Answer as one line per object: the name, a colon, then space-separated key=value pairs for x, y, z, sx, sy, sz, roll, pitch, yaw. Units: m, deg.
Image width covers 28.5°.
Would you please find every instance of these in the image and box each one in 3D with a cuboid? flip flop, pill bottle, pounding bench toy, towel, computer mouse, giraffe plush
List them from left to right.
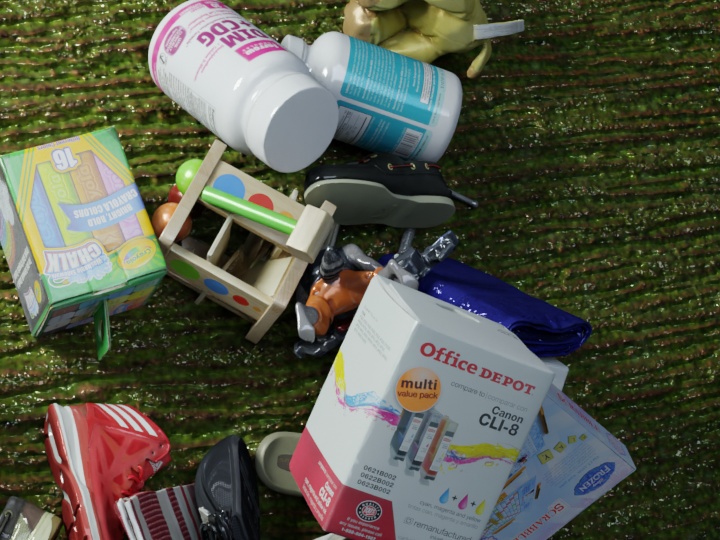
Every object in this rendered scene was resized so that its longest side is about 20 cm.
towel: x=-0.163 y=0.270 z=1.299 sx=0.023 sy=0.200 sz=0.145 roll=-24 pitch=81 yaw=8
computer mouse: x=-0.130 y=0.232 z=1.340 sx=0.052 sy=0.200 sz=0.139 roll=-15 pitch=119 yaw=3
pounding bench toy: x=-0.121 y=-0.044 z=1.394 sx=0.155 sy=0.200 sz=0.125 roll=30 pitch=65 yaw=-6
pill bottle: x=-0.118 y=-0.188 z=1.444 sx=0.113 sy=0.114 sz=0.200 roll=-30 pitch=49 yaw=-27
flip flop: x=-0.009 y=0.199 z=1.446 sx=0.199 sy=0.058 sz=0.082 roll=10 pitch=70 yaw=-20
pill bottle: x=0.003 y=-0.191 z=1.545 sx=0.199 sy=0.111 sz=0.112 roll=18 pitch=68 yaw=-16
giraffe plush: x=0.076 y=-0.326 z=1.607 sx=0.198 sy=0.173 sz=0.163 roll=2 pitch=51 yaw=-10
towel: x=0.122 y=0.039 z=1.469 sx=0.147 sy=0.199 sz=0.050 roll=5 pitch=107 yaw=-47

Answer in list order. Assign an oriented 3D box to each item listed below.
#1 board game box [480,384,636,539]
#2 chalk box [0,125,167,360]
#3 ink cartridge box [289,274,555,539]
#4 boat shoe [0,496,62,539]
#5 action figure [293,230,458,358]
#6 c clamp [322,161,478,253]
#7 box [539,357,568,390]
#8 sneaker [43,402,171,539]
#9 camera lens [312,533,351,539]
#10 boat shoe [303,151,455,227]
board game box: x=0.136 y=0.196 z=1.413 sx=0.199 sy=0.200 sz=0.041 roll=40 pitch=19 yaw=-27
chalk box: x=-0.269 y=-0.015 z=1.375 sx=0.123 sy=0.124 sz=0.201 roll=-18 pitch=82 yaw=-25
ink cartridge box: x=0.051 y=0.132 z=1.255 sx=0.145 sy=0.145 sz=0.201 roll=20 pitch=99 yaw=-19
boat shoe: x=-0.348 y=0.296 z=1.280 sx=0.065 sy=0.073 sz=0.200 roll=32 pitch=61 yaw=3
action figure: x=0.000 y=0.000 z=1.387 sx=0.200 sy=0.193 sz=0.105 roll=-37 pitch=100 yaw=-4
c clamp: x=0.028 y=-0.035 z=1.552 sx=0.170 sy=0.027 sz=0.201 roll=28 pitch=65 yaw=-11
box: x=0.093 y=0.124 z=1.464 sx=0.199 sy=0.097 sz=0.125 roll=15 pitch=98 yaw=-17
sneaker: x=-0.221 y=0.206 z=1.332 sx=0.115 sy=0.078 sz=0.201 roll=-6 pitch=61 yaw=-26
camera lens: x=-0.009 y=0.325 z=1.326 sx=0.159 sy=0.200 sz=0.161 roll=7 pitch=71 yaw=-20
boat shoe: x=0.015 y=-0.088 z=1.494 sx=0.201 sy=0.074 sz=0.063 roll=3 pitch=61 yaw=-43
